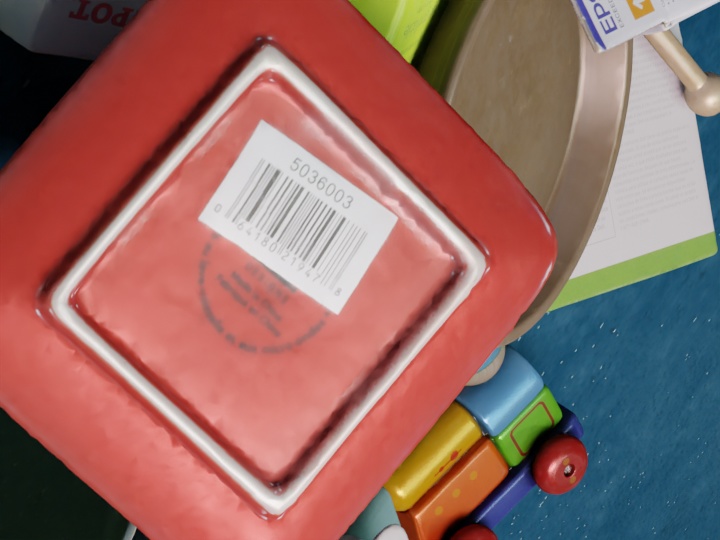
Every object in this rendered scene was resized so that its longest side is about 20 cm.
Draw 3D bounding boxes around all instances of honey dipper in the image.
[{"bbox_3d":[0.124,-0.143,1.281,0.038,0.038,0.200,-50,125,-5],"label":"honey dipper"}]

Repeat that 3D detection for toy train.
[{"bbox_3d":[0.022,0.116,1.405,0.200,0.085,0.116,-44,133,-13],"label":"toy train"}]

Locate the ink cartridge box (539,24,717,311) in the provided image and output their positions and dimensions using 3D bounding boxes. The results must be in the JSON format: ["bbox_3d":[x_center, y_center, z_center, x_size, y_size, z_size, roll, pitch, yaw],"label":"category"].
[{"bbox_3d":[0.093,-0.089,1.325,0.147,0.076,0.201,-17,100,-40],"label":"ink cartridge box"}]

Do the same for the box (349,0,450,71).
[{"bbox_3d":[-0.005,-0.073,1.147,0.201,0.048,0.122,-68,170,23],"label":"box"}]

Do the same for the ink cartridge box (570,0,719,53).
[{"bbox_3d":[0.124,-0.212,1.175,0.200,0.041,0.200,-26,93,-33],"label":"ink cartridge box"}]

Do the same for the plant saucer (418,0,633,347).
[{"bbox_3d":[0.070,-0.064,1.192,0.200,0.029,0.201,-38,136,-48],"label":"plant saucer"}]

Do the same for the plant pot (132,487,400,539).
[{"bbox_3d":[-0.071,0.184,1.307,0.200,0.141,0.142,-46,145,-23],"label":"plant pot"}]

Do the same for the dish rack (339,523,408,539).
[{"bbox_3d":[-0.028,0.228,1.207,0.172,0.043,0.200,79,31,-45],"label":"dish rack"}]

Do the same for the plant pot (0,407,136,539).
[{"bbox_3d":[-0.203,0.088,1.052,0.200,0.201,0.134,-16,157,-41],"label":"plant pot"}]

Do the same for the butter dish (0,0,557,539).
[{"bbox_3d":[-0.060,-0.008,1.033,0.200,0.148,0.200,44,82,-23],"label":"butter dish"}]

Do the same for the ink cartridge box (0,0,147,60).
[{"bbox_3d":[-0.069,-0.184,1.043,0.147,0.086,0.201,4,114,-50],"label":"ink cartridge box"}]
